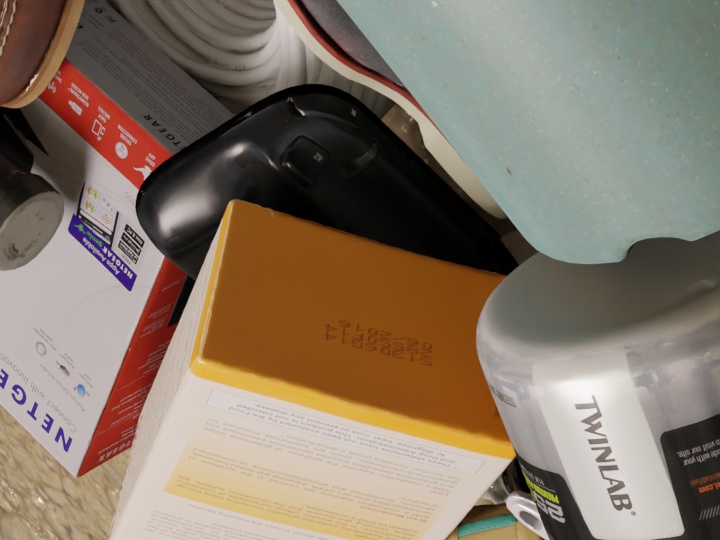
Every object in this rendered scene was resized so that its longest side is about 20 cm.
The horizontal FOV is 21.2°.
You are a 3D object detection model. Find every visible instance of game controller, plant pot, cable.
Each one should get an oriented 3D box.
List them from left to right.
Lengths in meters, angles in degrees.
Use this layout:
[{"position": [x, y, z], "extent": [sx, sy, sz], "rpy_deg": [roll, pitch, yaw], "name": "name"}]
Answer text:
[{"position": [-0.053, -0.137, 0.793], "extent": [0.199, 0.069, 0.201], "rpy_deg": [-8, 113, 54], "name": "cable"}, {"position": [0.000, 0.000, 0.785], "extent": [0.104, 0.042, 0.200], "rpy_deg": [-22, 138, 26], "name": "game controller"}, {"position": [0.063, -0.122, 0.567], "extent": [0.200, 0.200, 0.197], "rpy_deg": [-7, 124, 53], "name": "plant pot"}]

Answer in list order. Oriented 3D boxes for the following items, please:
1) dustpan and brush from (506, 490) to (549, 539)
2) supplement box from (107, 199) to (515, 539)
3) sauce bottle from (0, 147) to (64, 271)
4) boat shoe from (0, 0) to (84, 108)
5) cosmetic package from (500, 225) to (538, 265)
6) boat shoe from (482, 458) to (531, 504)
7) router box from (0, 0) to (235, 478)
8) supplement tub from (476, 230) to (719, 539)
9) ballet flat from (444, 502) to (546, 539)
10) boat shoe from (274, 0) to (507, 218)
[{"position": [0.151, 0.125, 0.754], "extent": [0.199, 0.057, 0.140], "rpy_deg": [33, 144, 0], "name": "dustpan and brush"}, {"position": [-0.021, 0.064, 0.771], "extent": [0.125, 0.074, 0.200], "rpy_deg": [16, 148, -10], "name": "supplement box"}, {"position": [-0.206, -0.073, 0.804], "extent": [0.200, 0.066, 0.066], "rpy_deg": [41, 146, 21], "name": "sauce bottle"}, {"position": [-0.138, -0.155, 0.730], "extent": [0.070, 0.070, 0.201], "rpy_deg": [30, 115, 31], "name": "boat shoe"}, {"position": [0.140, -0.015, 0.688], "extent": [0.083, 0.051, 0.200], "rpy_deg": [58, 147, -4], "name": "cosmetic package"}, {"position": [0.084, 0.080, 0.836], "extent": [0.199, 0.066, 0.072], "rpy_deg": [-8, 115, 53], "name": "boat shoe"}, {"position": [-0.150, -0.040, 0.849], "extent": [0.200, 0.049, 0.180], "rpy_deg": [40, 128, 19], "name": "router box"}, {"position": [0.125, 0.083, 0.638], "extent": [0.122, 0.122, 0.201], "rpy_deg": [1, 120, 50], "name": "supplement tub"}, {"position": [0.116, 0.151, 0.818], "extent": [0.199, 0.069, 0.063], "rpy_deg": [30, 134, -35], "name": "ballet flat"}, {"position": [0.027, -0.091, 0.684], "extent": [0.062, 0.072, 0.200], "rpy_deg": [-25, 134, 26], "name": "boat shoe"}]
